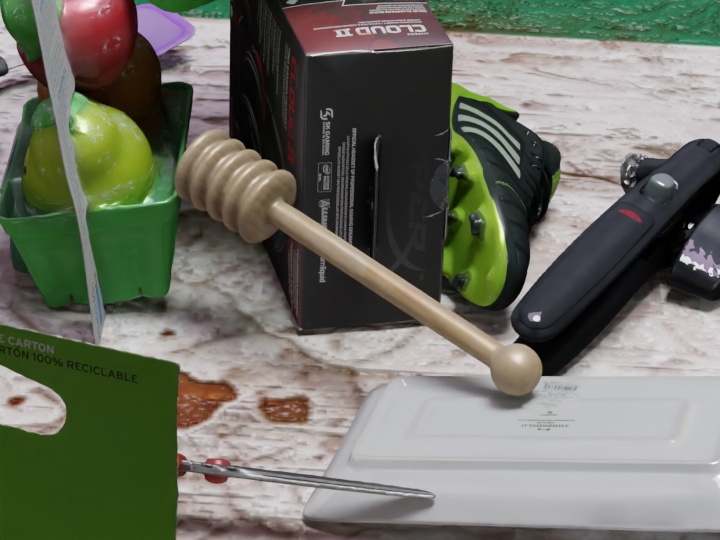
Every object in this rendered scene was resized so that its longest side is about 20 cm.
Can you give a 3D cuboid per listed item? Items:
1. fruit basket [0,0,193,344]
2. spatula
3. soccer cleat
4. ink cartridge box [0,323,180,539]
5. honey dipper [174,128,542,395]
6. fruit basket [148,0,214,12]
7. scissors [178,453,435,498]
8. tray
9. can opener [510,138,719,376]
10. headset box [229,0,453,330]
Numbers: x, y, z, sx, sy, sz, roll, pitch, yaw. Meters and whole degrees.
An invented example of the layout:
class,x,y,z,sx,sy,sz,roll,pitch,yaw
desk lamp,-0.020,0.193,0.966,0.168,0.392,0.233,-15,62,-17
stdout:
class,x,y,z,sx,sy,sz,roll,pitch,yaw
fruit basket,-0.139,-0.092,1.141,0.093,0.201,0.185,-11,30,6
spatula,-0.189,-0.116,1.352,0.200,0.021,0.056,-19,38,-31
soccer cleat,0.069,-0.043,1.212,0.081,0.068,0.200,9,28,-15
ink cartridge box,-0.138,0.117,0.777,0.147,0.201,0.076,12,31,15
honey dipper,0.000,0.000,1.064,0.200,0.038,0.038,34,41,25
fruit basket,-0.059,-0.212,1.160,0.215,0.156,0.216,-26,-5,-2
scissors,-0.073,0.082,0.982,0.199,0.014,0.073,7,-7,17
tray,0.081,0.071,1.012,0.199,0.022,0.107,-1,27,19
can opener,0.130,-0.008,1.154,0.078,0.064,0.200,23,35,30
headset box,-0.011,-0.075,1.171,0.075,0.149,0.200,-5,31,-13
